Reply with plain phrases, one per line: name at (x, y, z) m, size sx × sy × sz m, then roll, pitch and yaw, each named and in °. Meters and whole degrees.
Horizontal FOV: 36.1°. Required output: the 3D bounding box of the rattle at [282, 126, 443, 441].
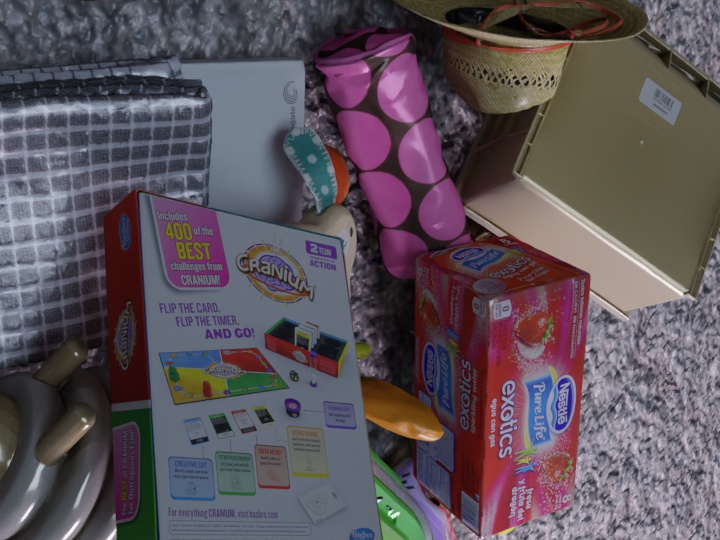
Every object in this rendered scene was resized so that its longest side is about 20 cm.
rattle at (0.000, 0.000, 0.760) m, size 0.130 × 0.142 × 0.201 m, roll 41°, pitch 61°, yaw -41°

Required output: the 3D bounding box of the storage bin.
storage bin at (0.209, -0.098, 0.933) m, size 0.199 × 0.094 × 0.200 m, roll 32°, pitch 69°, yaw -17°

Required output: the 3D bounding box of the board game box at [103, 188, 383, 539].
board game box at (-0.066, 0.066, 0.625) m, size 0.152 × 0.040 × 0.202 m, roll 13°, pitch 60°, yaw -40°

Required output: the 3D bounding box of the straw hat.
straw hat at (0.108, -0.165, 0.834) m, size 0.200 × 0.201 × 0.086 m, roll -19°, pitch 129°, yaw -35°

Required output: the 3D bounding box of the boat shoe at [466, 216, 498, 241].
boat shoe at (0.132, -0.032, 0.971) m, size 0.200 × 0.068 × 0.072 m, roll -44°, pitch 128°, yaw -22°

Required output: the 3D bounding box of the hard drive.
hard drive at (-0.126, -0.077, 0.763) m, size 0.199 × 0.027 × 0.133 m, roll -11°, pitch 110°, yaw -39°

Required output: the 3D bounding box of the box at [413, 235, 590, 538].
box at (0.104, 0.086, 0.848) m, size 0.095 × 0.100 × 0.202 m, roll -13°, pitch 115°, yaw -28°

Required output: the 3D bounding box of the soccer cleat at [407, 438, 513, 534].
soccer cleat at (0.089, 0.189, 0.988) m, size 0.201 × 0.064 × 0.084 m, roll 61°, pitch 37°, yaw -40°

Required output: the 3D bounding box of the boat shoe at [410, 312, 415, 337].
boat shoe at (0.099, 0.104, 0.984) m, size 0.062 × 0.073 × 0.200 m, roll -52°, pitch 131°, yaw -6°

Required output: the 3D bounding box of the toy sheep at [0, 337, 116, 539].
toy sheep at (-0.162, 0.117, 0.649) m, size 0.199 × 0.137 × 0.139 m, roll 33°, pitch 82°, yaw -38°

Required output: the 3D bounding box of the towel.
towel at (-0.179, -0.034, 0.658) m, size 0.198 × 0.085 × 0.167 m, roll -10°, pitch 111°, yaw -27°

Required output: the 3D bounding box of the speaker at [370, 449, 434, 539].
speaker at (-0.020, 0.160, 0.757) m, size 0.089 × 0.088 × 0.200 m, roll -54°, pitch 138°, yaw -14°

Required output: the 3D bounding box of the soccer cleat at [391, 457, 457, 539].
soccer cleat at (0.068, 0.253, 1.013) m, size 0.077 × 0.066 × 0.200 m, roll -52°, pitch 128°, yaw -21°

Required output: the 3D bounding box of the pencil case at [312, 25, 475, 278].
pencil case at (0.026, -0.092, 0.851) m, size 0.090 × 0.094 × 0.201 m, roll -11°, pitch 121°, yaw 11°
